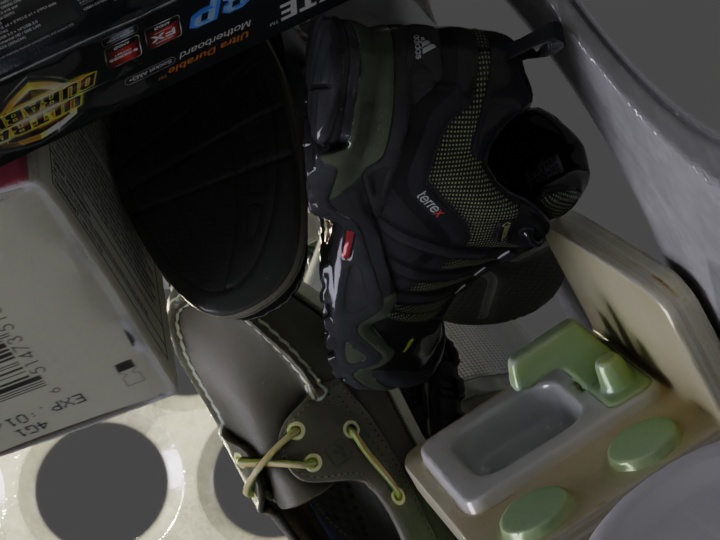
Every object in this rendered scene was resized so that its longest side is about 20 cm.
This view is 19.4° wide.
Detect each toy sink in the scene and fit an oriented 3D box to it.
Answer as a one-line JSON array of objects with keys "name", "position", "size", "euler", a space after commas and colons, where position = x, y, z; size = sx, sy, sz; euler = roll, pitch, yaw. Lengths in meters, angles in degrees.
[{"name": "toy sink", "position": [0.097, 0.098, 0.812], "size": [0.200, 0.112, 0.130], "euler": [61, 173, -20]}]

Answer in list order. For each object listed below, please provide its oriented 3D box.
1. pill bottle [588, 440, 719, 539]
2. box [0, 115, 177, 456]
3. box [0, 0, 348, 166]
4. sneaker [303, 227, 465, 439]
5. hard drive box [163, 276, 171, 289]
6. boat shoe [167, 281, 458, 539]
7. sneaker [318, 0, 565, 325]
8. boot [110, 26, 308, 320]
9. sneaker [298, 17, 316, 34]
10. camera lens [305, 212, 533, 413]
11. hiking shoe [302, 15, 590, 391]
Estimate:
[{"name": "pill bottle", "position": [0.151, 0.157, 0.656], "size": [0.200, 0.116, 0.116], "euler": [62, 173, -29]}, {"name": "box", "position": [-0.150, -0.045, 0.794], "size": [0.128, 0.109, 0.200], "euler": [62, -170, -46]}, {"name": "box", "position": [-0.086, -0.137, 0.713], "size": [0.159, 0.200, 0.046], "euler": [55, 164, 27]}, {"name": "sneaker", "position": [0.000, 0.000, 0.938], "size": [0.074, 0.079, 0.201], "euler": [9, -98, -57]}, {"name": "hard drive box", "position": [-0.163, -0.071, 0.965], "size": [0.077, 0.199, 0.156], "euler": [61, -145, -46]}, {"name": "boat shoe", "position": [-0.014, 0.079, 0.865], "size": [0.202, 0.072, 0.060], "euler": [52, -142, -17]}, {"name": "sneaker", "position": [0.035, -0.052, 0.863], "size": [0.200, 0.070, 0.080], "euler": [60, -162, -47]}, {"name": "boot", "position": [-0.043, -0.055, 0.844], "size": [0.154, 0.073, 0.204], "euler": [43, -156, -61]}, {"name": "sneaker", "position": [-0.034, -0.108, 1.016], "size": [0.200, 0.075, 0.082], "euler": [57, 175, 21]}, {"name": "camera lens", "position": [0.021, 0.078, 1.100], "size": [0.200, 0.160, 0.160], "euler": [53, 172, 44]}, {"name": "hiking shoe", "position": [0.034, -0.016, 0.768], "size": [0.200, 0.100, 0.076], "euler": [82, -173, -59]}]
